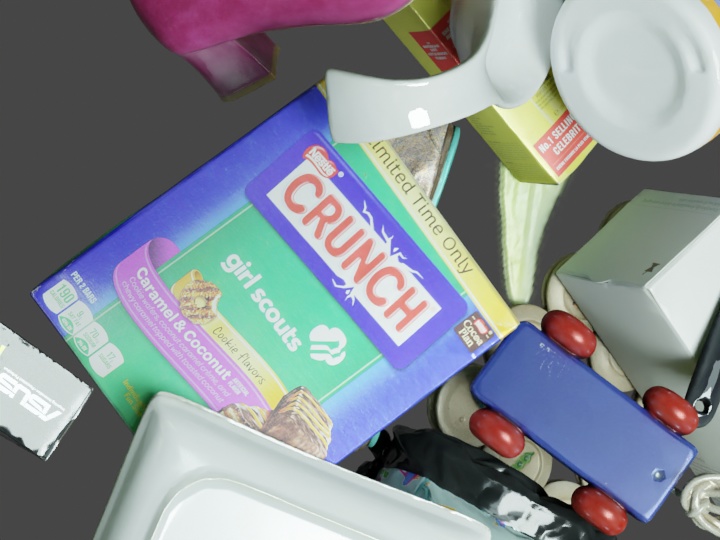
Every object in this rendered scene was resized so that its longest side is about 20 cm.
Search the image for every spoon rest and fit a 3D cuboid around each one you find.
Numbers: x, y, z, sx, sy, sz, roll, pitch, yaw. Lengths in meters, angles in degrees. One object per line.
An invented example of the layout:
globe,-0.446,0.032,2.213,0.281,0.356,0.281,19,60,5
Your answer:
spoon rest,0.061,-0.118,1.171,0.200,0.060,0.100,-37,131,-45

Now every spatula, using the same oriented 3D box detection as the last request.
spatula,0.223,-0.005,1.234,0.056,0.021,0.201,22,90,-12

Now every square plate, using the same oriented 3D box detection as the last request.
square plate,-0.053,0.189,1.121,0.198,0.028,0.201,24,88,-14

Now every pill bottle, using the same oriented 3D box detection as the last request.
pill bottle,0.204,-0.148,1.268,0.200,0.112,0.112,-35,111,-45

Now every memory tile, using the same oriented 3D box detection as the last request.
memory tile,0.144,0.066,1.344,0.200,0.017,0.153,-43,111,-15

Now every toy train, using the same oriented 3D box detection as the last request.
toy train,0.150,0.109,1.244,0.200,0.116,0.085,37,84,1

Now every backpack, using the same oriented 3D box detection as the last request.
backpack,0.043,0.204,1.235,0.167,0.127,0.200,29,75,-8

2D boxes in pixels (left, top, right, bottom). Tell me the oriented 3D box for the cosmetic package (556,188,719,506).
cosmetic package,0.218,0.055,1.310,0.085,0.108,0.200,-41,111,-15

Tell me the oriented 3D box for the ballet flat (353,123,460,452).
ballet flat,0.000,0.000,1.251,0.067,0.068,0.201,15,84,-6

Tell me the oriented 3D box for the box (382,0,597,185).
box,0.066,-0.144,1.264,0.075,0.050,0.200,-46,112,-14

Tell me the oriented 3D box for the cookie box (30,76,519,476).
cookie box,-0.045,0.022,1.175,0.200,0.075,0.171,-37,90,-7

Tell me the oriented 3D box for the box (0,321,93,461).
box,-0.241,0.011,1.079,0.200,0.160,0.044,39,78,-24

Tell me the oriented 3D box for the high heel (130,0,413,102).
high heel,-0.028,-0.174,1.170,0.200,0.067,0.096,-28,123,24
